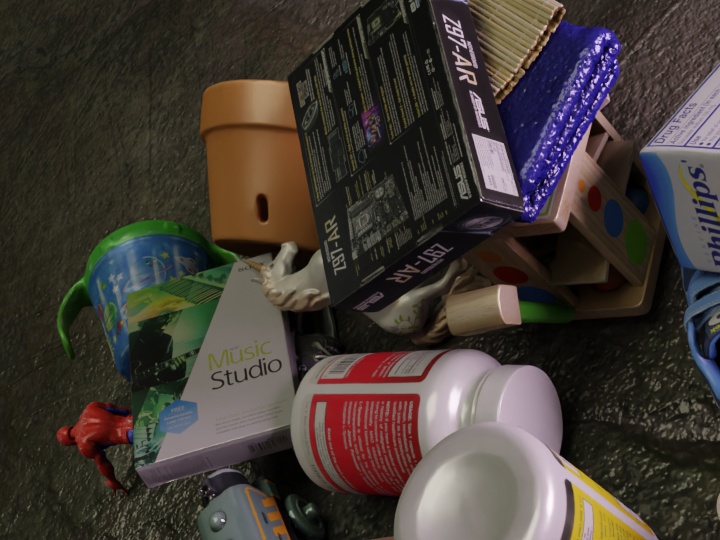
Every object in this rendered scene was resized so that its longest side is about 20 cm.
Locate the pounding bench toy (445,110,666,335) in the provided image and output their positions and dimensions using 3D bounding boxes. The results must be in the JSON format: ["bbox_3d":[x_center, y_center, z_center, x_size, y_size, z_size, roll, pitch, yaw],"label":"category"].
[{"bbox_3d":[0.139,-0.013,0.897,0.123,0.156,0.202,-6,57,42],"label":"pounding bench toy"}]

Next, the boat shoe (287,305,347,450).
[{"bbox_3d":[-0.048,0.081,1.079,0.071,0.072,0.201,-38,41,19],"label":"boat shoe"}]

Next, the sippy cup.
[{"bbox_3d":[-0.202,0.043,1.199,0.177,0.139,0.131,-39,43,20],"label":"sippy cup"}]

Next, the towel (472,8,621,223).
[{"bbox_3d":[0.088,-0.119,0.871,0.199,0.049,0.149,25,88,50],"label":"towel"}]

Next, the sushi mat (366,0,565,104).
[{"bbox_3d":[0.066,-0.186,0.885,0.096,0.012,0.200,-53,40,8],"label":"sushi mat"}]

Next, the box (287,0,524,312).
[{"bbox_3d":[0.024,-0.094,0.846,0.160,0.043,0.202,-37,56,41],"label":"box"}]

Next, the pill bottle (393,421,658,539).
[{"bbox_3d":[0.119,0.182,0.736,0.112,0.200,0.113,-25,45,29],"label":"pill bottle"}]

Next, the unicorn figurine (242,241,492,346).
[{"bbox_3d":[0.000,0.000,1.017,0.138,0.199,0.074,-57,-5,19],"label":"unicorn figurine"}]

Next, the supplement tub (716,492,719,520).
[{"bbox_3d":[0.310,0.118,0.640,0.200,0.144,0.145,-43,40,12],"label":"supplement tub"}]

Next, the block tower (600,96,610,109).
[{"bbox_3d":[0.121,-0.186,1.019,0.058,0.199,0.054,-42,38,37],"label":"block tower"}]

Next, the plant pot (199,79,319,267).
[{"bbox_3d":[-0.064,-0.083,1.139,0.199,0.199,0.142,2,79,45],"label":"plant pot"}]

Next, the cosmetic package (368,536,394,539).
[{"bbox_3d":[0.024,0.297,0.834,0.103,0.087,0.202,-18,50,34],"label":"cosmetic package"}]

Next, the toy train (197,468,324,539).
[{"bbox_3d":[-0.070,0.240,0.949,0.085,0.114,0.201,-42,40,11],"label":"toy train"}]

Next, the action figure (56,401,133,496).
[{"bbox_3d":[-0.201,0.168,1.184,0.198,0.099,0.066,-6,51,16],"label":"action figure"}]

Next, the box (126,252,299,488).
[{"bbox_3d":[-0.129,0.081,1.043,0.143,0.037,0.201,-16,45,2],"label":"box"}]

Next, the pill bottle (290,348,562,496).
[{"bbox_3d":[0.050,0.118,0.923,0.199,0.112,0.113,-6,58,42],"label":"pill bottle"}]

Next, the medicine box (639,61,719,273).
[{"bbox_3d":[0.318,-0.085,0.772,0.199,0.103,0.182,10,47,49],"label":"medicine box"}]

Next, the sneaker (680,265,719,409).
[{"bbox_3d":[0.257,0.033,0.806,0.074,0.082,0.201,-33,41,24],"label":"sneaker"}]
